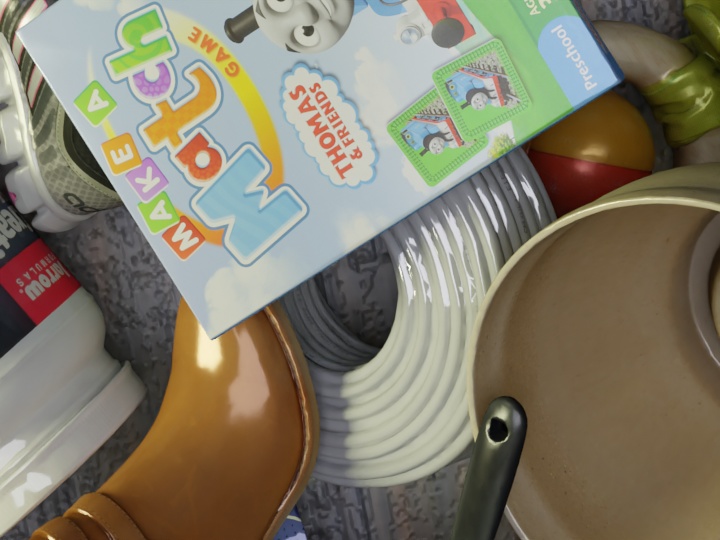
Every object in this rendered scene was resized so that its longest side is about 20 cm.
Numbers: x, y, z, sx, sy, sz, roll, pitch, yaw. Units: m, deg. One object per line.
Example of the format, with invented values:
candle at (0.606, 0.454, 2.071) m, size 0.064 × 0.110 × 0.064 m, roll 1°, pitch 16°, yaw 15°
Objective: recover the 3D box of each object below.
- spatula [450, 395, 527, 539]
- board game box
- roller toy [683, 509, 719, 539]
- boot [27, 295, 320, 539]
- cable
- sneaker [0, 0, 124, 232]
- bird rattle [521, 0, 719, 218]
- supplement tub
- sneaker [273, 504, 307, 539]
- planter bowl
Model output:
spatula at (0.035, 0.139, 0.667) m, size 0.056 × 0.020 × 0.202 m, roll 30°, pitch 116°, yaw 31°
board game box at (-0.018, -0.087, 0.644) m, size 0.199 × 0.037 × 0.152 m, roll -32°, pitch 94°, yaw 16°
roller toy at (0.192, 0.183, 0.741) m, size 0.139 × 0.182 × 0.202 m, roll -21°, pitch 100°, yaw -1°
boot at (-0.098, 0.102, 0.692) m, size 0.076 × 0.154 × 0.202 m, roll 16°, pitch 109°, yaw 42°
cable at (0.000, 0.000, 0.733) m, size 0.198 × 0.069 × 0.202 m, roll 11°, pitch 109°, yaw 35°
sneaker at (-0.128, -0.117, 0.717) m, size 0.087 × 0.074 × 0.202 m, roll -3°, pitch 107°, yaw 27°
bird rattle at (0.127, -0.043, 0.756) m, size 0.161 × 0.113 × 0.202 m, roll 11°, pitch 110°, yaw -9°
supplement tub at (-0.209, 0.022, 0.744) m, size 0.140 × 0.140 × 0.200 m, roll -40°, pitch 97°, yaw 6°
sneaker at (-0.115, 0.182, 0.782) m, size 0.197 × 0.115 × 0.081 m, roll -17°, pitch 100°, yaw 2°
planter bowl at (0.161, 0.041, 0.642) m, size 0.199 × 0.134 × 0.202 m, roll 17°, pitch 122°, yaw 29°
